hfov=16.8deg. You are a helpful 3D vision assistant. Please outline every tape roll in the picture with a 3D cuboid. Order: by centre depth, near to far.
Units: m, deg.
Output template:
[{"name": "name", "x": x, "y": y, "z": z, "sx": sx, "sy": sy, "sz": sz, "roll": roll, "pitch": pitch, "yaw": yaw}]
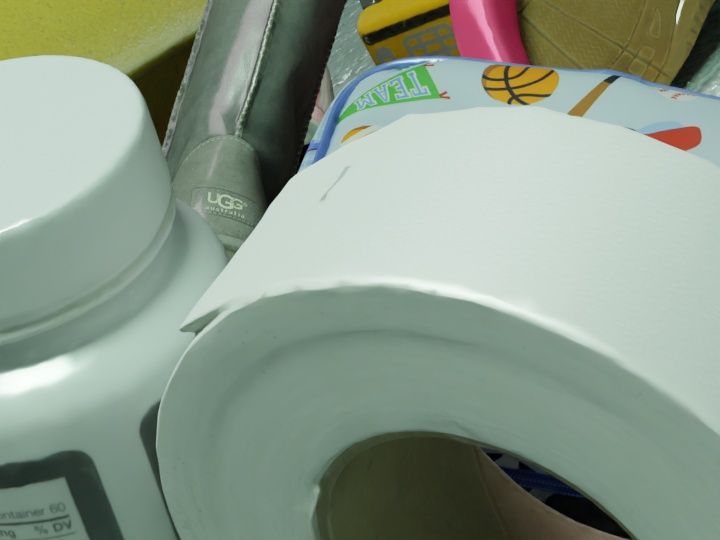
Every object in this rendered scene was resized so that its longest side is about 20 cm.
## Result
[{"name": "tape roll", "x": 0.048, "y": 0.058, "z": 0.625, "sx": 0.201, "sy": 0.203, "sz": 0.071, "roll": -8, "pitch": 34, "yaw": 41}]

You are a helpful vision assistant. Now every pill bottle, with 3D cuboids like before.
[{"name": "pill bottle", "x": -0.080, "y": 0.047, "z": 0.710, "sx": 0.112, "sy": 0.201, "sz": 0.113, "roll": -11, "pitch": 34, "yaw": 7}]

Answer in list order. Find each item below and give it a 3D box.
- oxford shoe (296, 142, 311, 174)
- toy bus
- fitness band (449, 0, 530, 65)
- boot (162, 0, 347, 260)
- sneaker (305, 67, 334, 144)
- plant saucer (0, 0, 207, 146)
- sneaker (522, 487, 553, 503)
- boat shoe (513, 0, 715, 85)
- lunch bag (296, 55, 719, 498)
[{"name": "oxford shoe", "x": 0.000, "y": 0.000, "z": 0.940, "sx": 0.085, "sy": 0.073, "sz": 0.199, "roll": -50, "pitch": 27, "yaw": -19}, {"name": "toy bus", "x": 0.062, "y": -0.146, "z": 1.117, "sx": 0.065, "sy": 0.079, "sz": 0.201, "roll": -16, "pitch": 30, "yaw": 29}, {"name": "fitness band", "x": 0.107, "y": -0.096, "z": 0.925, "sx": 0.143, "sy": 0.037, "sz": 0.201, "roll": -36, "pitch": 52, "yaw": 22}, {"name": "boot", "x": -0.053, "y": -0.045, "z": 0.935, "sx": 0.182, "sy": 0.072, "sz": 0.201, "roll": 128, "pitch": 151, "yaw": -55}, {"name": "sneaker", "x": -0.100, "y": -0.054, "z": 1.144, "sx": 0.199, "sy": 0.076, "sz": 0.105, "roll": -17, "pitch": 33, "yaw": 15}, {"name": "plant saucer", "x": -0.111, "y": -0.021, "z": 0.960, "sx": 0.048, "sy": 0.202, "sz": 0.200, "roll": 16, "pitch": 28, "yaw": 20}, {"name": "sneaker", "x": -0.027, "y": 0.056, "z": 0.820, "sx": 0.199, "sy": 0.112, "sz": 0.078, "roll": -24, "pitch": 26, "yaw": 18}, {"name": "boat shoe", "x": 0.108, "y": -0.112, "z": 1.027, "sx": 0.200, "sy": 0.074, "sz": 0.069, "roll": -46, "pitch": 4, "yaw": -9}, {"name": "lunch bag", "x": 0.064, "y": 0.007, "z": 0.767, "sx": 0.198, "sy": 0.076, "sz": 0.161, "roll": 7, "pitch": 39, "yaw": 11}]
